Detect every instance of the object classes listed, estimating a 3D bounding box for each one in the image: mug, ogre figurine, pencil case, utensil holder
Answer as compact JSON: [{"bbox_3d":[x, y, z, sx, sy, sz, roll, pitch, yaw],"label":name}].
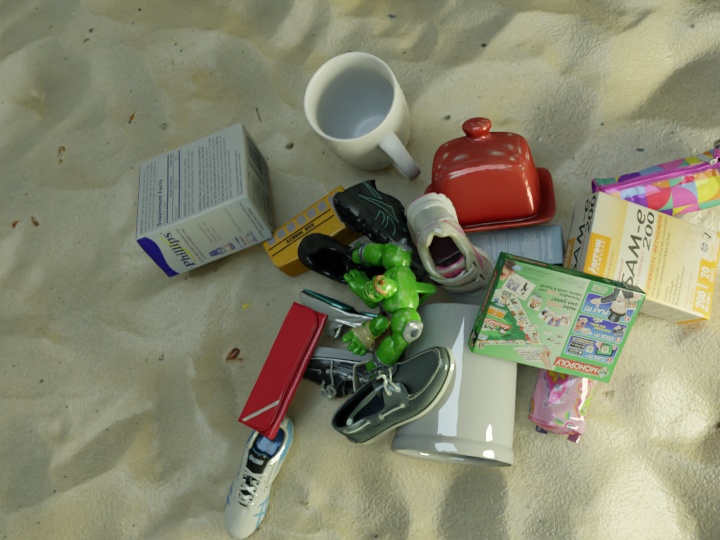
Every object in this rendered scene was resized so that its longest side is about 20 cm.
[{"bbox_3d":[0.023,-0.218,1.294,0.148,0.175,0.200,-42,68,2],"label":"mug"},{"bbox_3d":[0.035,0.039,1.134,0.120,0.098,0.201,-35,35,47],"label":"ogre figurine"},{"bbox_3d":[0.299,0.135,1.161,0.087,0.087,0.202,14,80,20],"label":"pencil case"},{"bbox_3d":[0.437,-0.118,1.191,0.198,0.088,0.089,-16,70,13],"label":"pencil case"},{"bbox_3d":[0.136,0.163,1.156,0.168,0.170,0.202,1,72,17],"label":"utensil holder"}]

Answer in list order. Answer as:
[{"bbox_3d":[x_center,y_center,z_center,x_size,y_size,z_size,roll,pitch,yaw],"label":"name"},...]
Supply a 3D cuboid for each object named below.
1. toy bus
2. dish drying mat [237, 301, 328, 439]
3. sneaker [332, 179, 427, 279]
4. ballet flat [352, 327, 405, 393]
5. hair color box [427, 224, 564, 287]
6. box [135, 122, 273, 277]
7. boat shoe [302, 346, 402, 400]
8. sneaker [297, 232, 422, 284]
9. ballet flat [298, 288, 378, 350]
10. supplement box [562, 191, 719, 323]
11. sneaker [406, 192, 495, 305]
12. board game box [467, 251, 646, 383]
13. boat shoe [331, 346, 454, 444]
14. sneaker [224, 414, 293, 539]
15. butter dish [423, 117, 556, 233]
[{"bbox_3d":[-0.055,-0.068,1.334,0.199,0.065,0.079,-34,66,5],"label":"toy bus"},{"bbox_3d":[-0.118,0.148,1.242,0.076,0.018,0.201,18,80,40],"label":"dish drying mat"},{"bbox_3d":[0.042,-0.069,1.224,0.079,0.076,0.200,-34,60,-18],"label":"sneaker"},{"bbox_3d":[0.026,0.134,1.198,0.072,0.068,0.202,5,75,24],"label":"ballet flat"},{"bbox_3d":[0.201,-0.019,1.223,0.198,0.099,0.061,-4,75,16],"label":"hair color box"},{"bbox_3d":[-0.257,-0.116,1.358,0.198,0.105,0.185,-20,48,10],"label":"box"},{"bbox_3d":[-0.033,0.164,1.255,0.197,0.074,0.069,6,61,9],"label":"boat shoe"},{"bbox_3d":[0.000,0.000,1.257,0.198,0.091,0.077,11,100,-7],"label":"sneaker"},{"bbox_3d":[-0.014,0.085,1.280,0.198,0.069,0.070,17,80,17],"label":"ballet flat"},{"bbox_3d":[0.386,-0.015,1.133,0.198,0.074,0.127,16,78,-11],"label":"supplement box"},{"bbox_3d":[0.128,-0.006,1.125,0.081,0.200,0.089,-30,27,21],"label":"sneaker"},{"bbox_3d":[0.254,0.063,1.071,0.198,0.029,0.136,14,110,-11],"label":"board game box"},{"bbox_3d":[0.040,0.163,1.085,0.200,0.062,0.073,-42,42,28],"label":"boat shoe"},{"bbox_3d":[-0.162,0.310,1.252,0.071,0.072,0.202,18,82,19],"label":"sneaker"},{"bbox_3d":[0.178,-0.151,1.202,0.198,0.149,0.200,-6,28,13],"label":"butter dish"}]
